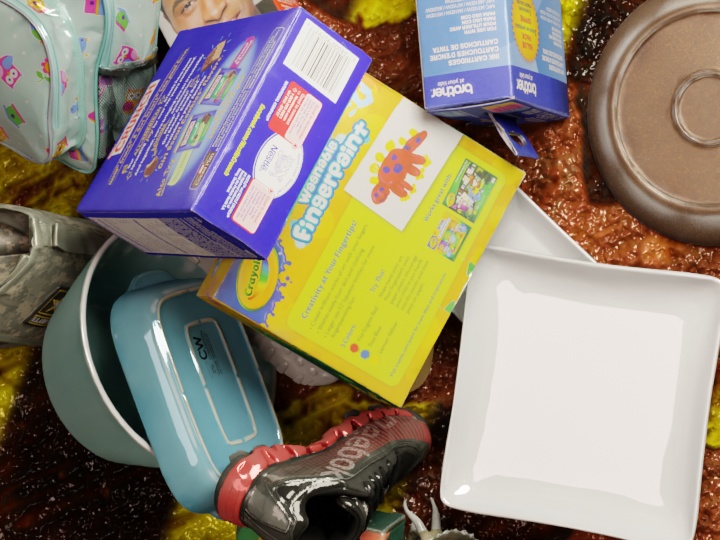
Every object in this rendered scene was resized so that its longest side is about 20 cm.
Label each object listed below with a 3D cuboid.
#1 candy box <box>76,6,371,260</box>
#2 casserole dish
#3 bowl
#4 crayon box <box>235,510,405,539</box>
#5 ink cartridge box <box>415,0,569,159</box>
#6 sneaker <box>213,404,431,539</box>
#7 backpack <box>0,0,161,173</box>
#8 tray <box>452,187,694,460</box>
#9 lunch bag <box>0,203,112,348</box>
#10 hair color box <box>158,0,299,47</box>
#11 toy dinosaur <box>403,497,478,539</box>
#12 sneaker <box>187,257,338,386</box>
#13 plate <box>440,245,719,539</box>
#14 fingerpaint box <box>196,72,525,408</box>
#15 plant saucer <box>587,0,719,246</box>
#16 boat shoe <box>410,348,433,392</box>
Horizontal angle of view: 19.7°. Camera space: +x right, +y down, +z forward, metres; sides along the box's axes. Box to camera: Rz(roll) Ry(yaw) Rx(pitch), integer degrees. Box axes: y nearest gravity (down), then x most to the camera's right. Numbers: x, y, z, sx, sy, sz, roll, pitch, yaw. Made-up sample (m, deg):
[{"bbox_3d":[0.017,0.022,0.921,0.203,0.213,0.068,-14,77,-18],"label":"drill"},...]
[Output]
[{"bbox_3d":[-0.102,-0.096,1.509,0.199,0.077,0.170,4,63,59],"label":"candy box"},{"bbox_3d":[-0.117,0.089,1.579,0.039,0.121,0.202,-25,84,37],"label":"casserole dish"},{"bbox_3d":[-0.172,0.073,1.637,0.105,0.200,0.203,-25,80,40],"label":"bowl"},{"bbox_3d":[-0.037,0.280,1.623,0.126,0.051,0.202,9,103,22],"label":"crayon box"},{"bbox_3d":[0.098,-0.183,1.549,0.076,0.136,0.202,-4,87,24],"label":"ink cartridge box"},{"bbox_3d":[-0.010,0.161,1.556,0.098,0.199,0.071,36,127,35],"label":"sneaker"},{"bbox_3d":[-0.249,-0.194,1.646,0.175,0.153,0.202,27,119,25],"label":"backpack"},{"bbox_3d":[0.152,0.038,1.585,0.200,0.022,0.108,45,105,16],"label":"tray"},{"bbox_3d":[-0.300,0.003,1.686,0.198,0.164,0.119,-10,80,21],"label":"lunch bag"},{"bbox_3d":[-0.094,-0.183,1.664,0.101,0.061,0.201,-33,77,18],"label":"hair color box"},{"bbox_3d":[0.107,0.250,1.571,0.198,0.077,0.103,13,102,24],"label":"toy dinosaur"},{"bbox_3d":[-0.069,-0.001,1.646,0.076,0.080,0.201,-32,96,30],"label":"sneaker"},{"bbox_3d":[0.167,0.092,1.550,0.198,0.032,0.202,8,91,21],"label":"plate"},{"bbox_3d":[0.000,-0.027,1.545,0.166,0.073,0.201,30,83,-13],"label":"fingerpaint box"},{"bbox_3d":[0.261,-0.119,1.542,0.198,0.032,0.202,0,90,21],"label":"plant saucer"},{"bbox_3d":[0.000,0.000,1.627,0.069,0.070,0.202,-11,96,54],"label":"boat shoe"}]
